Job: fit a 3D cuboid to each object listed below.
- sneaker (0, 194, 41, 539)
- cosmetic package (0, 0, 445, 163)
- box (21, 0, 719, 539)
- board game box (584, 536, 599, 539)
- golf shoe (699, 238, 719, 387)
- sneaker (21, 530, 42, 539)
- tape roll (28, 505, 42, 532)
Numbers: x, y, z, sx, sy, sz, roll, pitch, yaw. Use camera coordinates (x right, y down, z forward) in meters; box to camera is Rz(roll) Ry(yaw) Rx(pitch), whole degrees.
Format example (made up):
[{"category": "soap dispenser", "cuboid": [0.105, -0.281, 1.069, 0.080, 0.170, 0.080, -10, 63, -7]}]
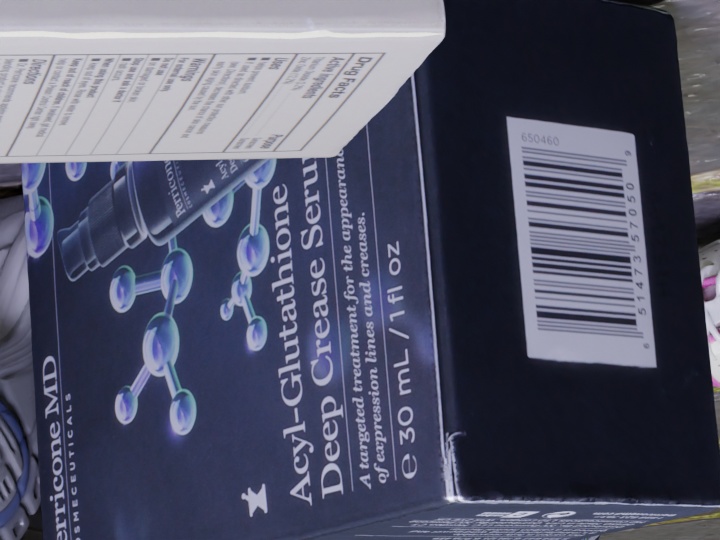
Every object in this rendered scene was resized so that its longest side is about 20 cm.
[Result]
[{"category": "sneaker", "cuboid": [-0.138, 0.040, 0.937, 0.087, 0.075, 0.200, -1, -150, 31]}, {"category": "cosmetic package", "cuboid": [-0.092, -0.068, 0.623, 0.199, 0.073, 0.104, -2, 168, -16]}, {"category": "box", "cuboid": [-0.003, 0.013, 0.865, 0.107, 0.149, 0.200, 5, 164, -38]}, {"category": "board game box", "cuboid": [0.048, 0.095, 1.260, 0.200, 0.062, 0.200, -18, 139, -33]}, {"category": "golf shoe", "cuboid": [0.162, 0.013, 1.099, 0.091, 0.076, 0.200, -13, 168, -9]}, {"category": "sneaker", "cuboid": [-0.082, 0.081, 1.212, 0.115, 0.074, 0.200, -11, -155, 12]}, {"category": "tape roll", "cuboid": [-0.121, 0.104, 1.055, 0.199, 0.066, 0.201, 3, 132, 3]}]
